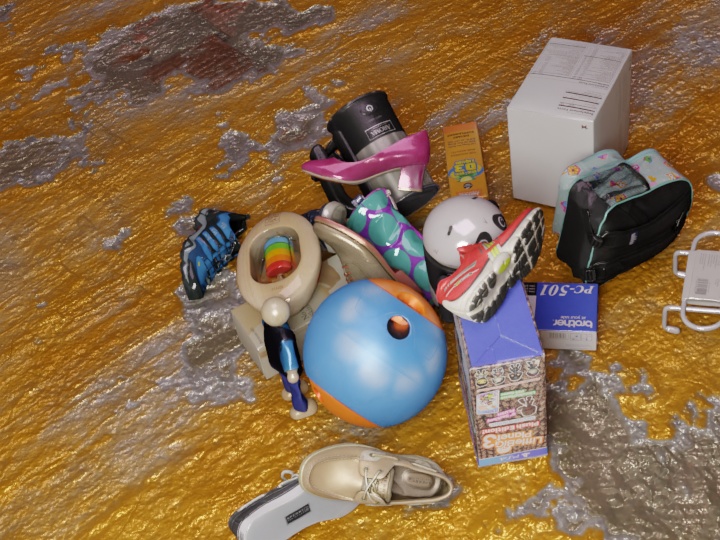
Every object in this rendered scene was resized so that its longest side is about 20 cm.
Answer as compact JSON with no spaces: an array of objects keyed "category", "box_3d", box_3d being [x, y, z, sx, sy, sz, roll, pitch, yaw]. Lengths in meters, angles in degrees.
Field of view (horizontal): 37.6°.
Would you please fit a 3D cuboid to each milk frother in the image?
[{"category":"milk frother","box_3d":[0.014,-0.163,1.787,0.179,0.200,0.190,-28,77,-1]}]

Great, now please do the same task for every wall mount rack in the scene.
[{"category":"wall mount rack","box_3d":[0.527,0.036,1.513,0.171,0.075,0.201,6,47,22]}]

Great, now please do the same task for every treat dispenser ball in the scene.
[{"category":"treat dispenser ball","box_3d":[0.020,0.113,1.445,0.197,0.203,0.203,-6,44,6]}]

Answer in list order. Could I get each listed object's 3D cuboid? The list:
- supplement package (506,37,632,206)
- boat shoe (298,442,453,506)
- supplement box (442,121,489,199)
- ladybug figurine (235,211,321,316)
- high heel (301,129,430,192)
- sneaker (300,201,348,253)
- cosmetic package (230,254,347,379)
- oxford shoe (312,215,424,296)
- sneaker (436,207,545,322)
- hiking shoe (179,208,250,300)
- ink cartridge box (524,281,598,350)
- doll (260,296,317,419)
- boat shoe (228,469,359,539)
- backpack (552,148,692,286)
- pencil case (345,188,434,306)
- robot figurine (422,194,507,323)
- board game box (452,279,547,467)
[{"category":"supplement package","box_3d":[0.346,-0.238,1.736,0.145,0.193,0.201,14,49,25]},{"category":"boat shoe","box_3d":[0.021,0.263,1.336,0.197,0.073,0.065,9,1,-18]},{"category":"supplement box","box_3d":[0.180,-0.162,1.786,0.065,0.069,0.202,-9,46,6]},{"category":"ladybug figurine","box_3d":[-0.116,-0.005,1.575,0.134,0.072,0.202,-16,45,11]},{"category":"high heel","box_3d":[0.009,-0.180,1.650,0.197,0.098,0.067,7,3,5]},{"category":"sneaker","box_3d":[-0.066,-0.067,1.660,0.083,0.200,0.076,13,81,6]},{"category":"cosmetic package","box_3d":[-0.085,0.067,1.607,0.198,0.072,0.105,-29,47,-17]},{"category":"oxford shoe","box_3d":[0.000,0.000,1.541,0.199,0.070,0.075,40,84,-7]},{"category":"sneaker","box_3d":[0.166,-0.021,1.353,0.084,0.078,0.200,21,51,35]},{"category":"hiking shoe","box_3d":[-0.241,-0.034,1.739,0.085,0.075,0.202,-2,45,11]},{"category":"ink cartridge box","box_3d":[0.249,0.065,1.557,0.197,0.045,0.095,1,47,13]},{"category":"doll","box_3d":[-0.107,0.113,1.471,0.048,0.202,0.137,-21,45,-10]},{"category":"boat shoe","box_3d":[-0.078,0.298,1.375,0.198,0.075,0.068,-28,26,-24]},{"category":"backpack","box_3d":[0.392,-0.090,1.590,0.197,0.177,0.154,-18,46,-16]},{"category":"pencil case","box_3d":[0.068,-0.037,1.621,0.200,0.085,0.093,44,103,11]},{"category":"robot figurine","box_3d":[0.153,-0.011,1.479,0.123,0.202,0.151,-14,45,-1]},{"category":"board game box","box_3d":[0.182,0.129,1.394,0.095,0.202,0.161,-9,44,1]}]
